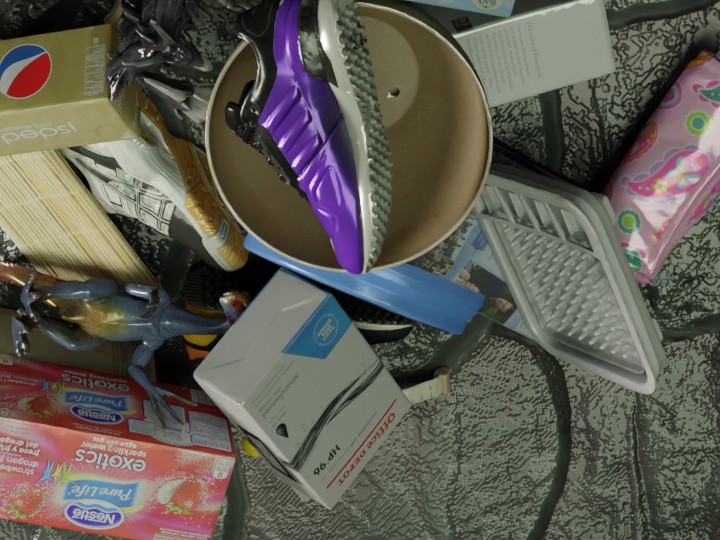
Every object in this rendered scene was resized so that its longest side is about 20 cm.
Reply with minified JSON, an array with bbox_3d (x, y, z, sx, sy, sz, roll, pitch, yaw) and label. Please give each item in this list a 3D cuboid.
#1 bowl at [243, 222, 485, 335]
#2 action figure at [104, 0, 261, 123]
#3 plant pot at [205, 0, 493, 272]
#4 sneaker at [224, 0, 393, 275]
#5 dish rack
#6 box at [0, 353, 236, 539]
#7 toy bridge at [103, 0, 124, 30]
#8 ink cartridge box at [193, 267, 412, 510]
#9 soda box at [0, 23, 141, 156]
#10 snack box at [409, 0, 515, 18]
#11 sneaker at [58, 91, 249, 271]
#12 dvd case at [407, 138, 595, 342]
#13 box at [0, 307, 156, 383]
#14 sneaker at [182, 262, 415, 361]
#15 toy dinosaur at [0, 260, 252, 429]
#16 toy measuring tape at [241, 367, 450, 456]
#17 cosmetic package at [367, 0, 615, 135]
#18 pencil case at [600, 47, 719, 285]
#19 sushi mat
[{"bbox_3d":[0.000,0.000,1.442,0.199,0.200,0.040,22,91,-19],"label":"bowl"},{"bbox_3d":[-0.125,-0.176,1.308,0.101,0.200,0.119,24,110,-15],"label":"action figure"},{"bbox_3d":[-0.005,-0.119,1.320,0.198,0.135,0.202,1,117,3],"label":"plant pot"},{"bbox_3d":[-0.038,-0.092,1.228,0.099,0.070,0.202,-5,113,13],"label":"sneaker"},{"bbox_3d":[0.173,-0.002,1.497,0.043,0.171,0.201,-37,120,-20],"label":"dish rack"},{"bbox_3d":[-0.208,0.145,1.468,0.198,0.100,0.096,12,114,-17],"label":"box"},{"bbox_3d":[-0.132,-0.260,1.395,0.067,0.027,0.200,35,107,-23],"label":"toy bridge"},{"bbox_3d":[-0.035,0.108,1.484,0.116,0.068,0.200,-50,136,-15],"label":"ink cartridge box"},{"bbox_3d":[-0.266,-0.129,1.378,0.198,0.065,0.068,-6,157,14],"label":"soda box"},{"bbox_3d":[-0.002,-0.246,1.299,0.167,0.200,0.068,4,110,-32],"label":"snack box"},{"bbox_3d":[-0.171,-0.069,1.476,0.087,0.076,0.200,-29,117,25],"label":"sneaker"},{"bbox_3d":[0.115,-0.033,1.562,0.199,0.018,0.143,26,110,-20],"label":"dvd case"},{"bbox_3d":[-0.278,0.094,1.530,0.198,0.078,0.096,16,114,-17],"label":"box"},{"bbox_3d":[-0.055,0.047,1.556,0.198,0.070,0.091,4,132,-11],"label":"sneaker"},{"bbox_3d":[-0.182,0.023,1.466,0.180,0.200,0.106,-6,132,-27],"label":"toy dinosaur"},{"bbox_3d":[-0.019,0.116,1.607,0.199,0.073,0.074,-20,122,-24],"label":"toy measuring tape"},{"bbox_3d":[0.089,-0.175,1.435,0.198,0.102,0.075,-18,118,-1],"label":"cosmetic package"},{"bbox_3d":[0.264,-0.086,1.509,0.087,0.088,0.201,30,103,-22],"label":"pencil case"},{"bbox_3d":[-0.239,-0.029,1.476,0.095,0.012,0.201,-12,131,28],"label":"sushi mat"}]
